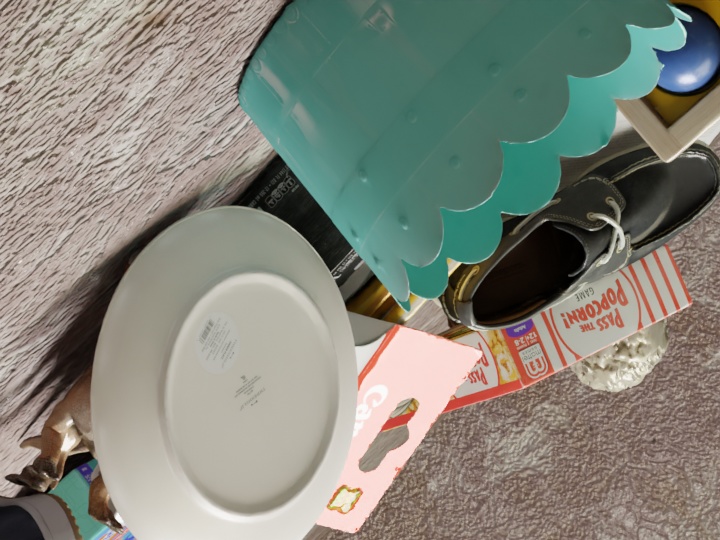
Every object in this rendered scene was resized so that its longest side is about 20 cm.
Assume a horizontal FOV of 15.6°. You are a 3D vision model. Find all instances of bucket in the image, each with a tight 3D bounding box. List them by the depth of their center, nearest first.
[{"bbox_3d":[0.048,-0.097,1.300,0.207,0.135,0.207,-43,172,-8],"label":"bucket"}]

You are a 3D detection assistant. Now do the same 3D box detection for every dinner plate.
[{"bbox_3d":[-0.064,0.065,1.407,0.024,0.200,0.200,-1,-153,43],"label":"dinner plate"}]

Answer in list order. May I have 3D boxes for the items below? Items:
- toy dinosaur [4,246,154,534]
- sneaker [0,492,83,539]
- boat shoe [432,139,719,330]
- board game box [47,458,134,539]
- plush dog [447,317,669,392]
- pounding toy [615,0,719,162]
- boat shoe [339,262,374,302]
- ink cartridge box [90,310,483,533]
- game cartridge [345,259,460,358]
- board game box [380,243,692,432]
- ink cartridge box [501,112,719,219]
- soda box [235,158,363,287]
[{"bbox_3d":[-0.128,0.067,1.458,0.200,0.086,0.136,-31,-143,68],"label":"toy dinosaur"},{"bbox_3d":[-0.237,0.172,1.474,0.108,0.070,0.200,-18,177,-28],"label":"sneaker"},{"bbox_3d":[0.140,-0.019,1.619,0.200,0.072,0.068,-25,-163,-8],"label":"boat shoe"},{"bbox_3d":[-0.182,0.169,1.750,0.152,0.045,0.200,-41,173,23],"label":"board game box"},{"bbox_3d":[0.122,-0.017,1.911,0.172,0.200,0.160,-9,158,35],"label":"plush dog"},{"bbox_3d":[0.184,-0.193,1.425,0.200,0.184,0.142,-42,178,31],"label":"pounding toy"},{"bbox_3d":[0.014,-0.061,1.565,0.202,0.065,0.074,-49,-166,31],"label":"boat shoe"},{"bbox_3d":[-0.037,0.098,1.561,0.200,0.050,0.162,17,119,-32],"label":"ink cartridge box"},{"bbox_3d":[0.000,0.000,1.664,0.176,0.032,0.200,-48,-162,16],"label":"game cartridge"},{"bbox_3d":[0.101,0.047,1.744,0.151,0.046,0.200,-24,180,-31],"label":"board game box"},{"bbox_3d":[0.139,-0.069,1.685,0.160,0.047,0.200,-8,149,-36],"label":"ink cartridge box"},{"bbox_3d":[0.022,-0.079,1.485,0.200,0.071,0.063,-46,172,14],"label":"soda box"}]
